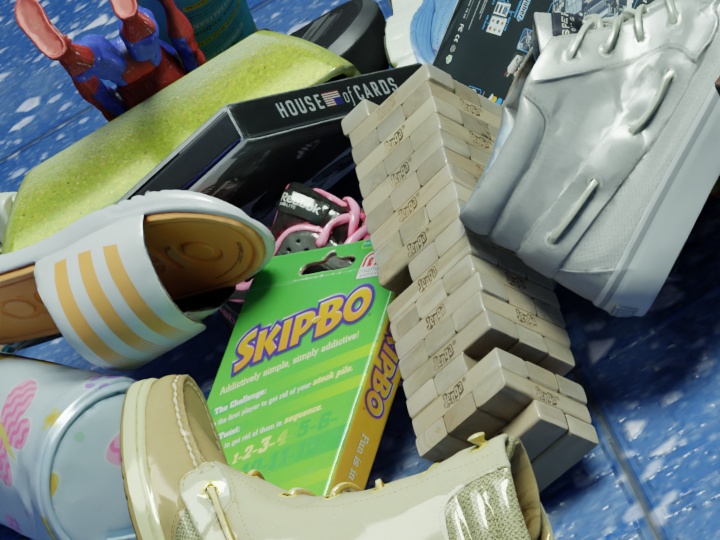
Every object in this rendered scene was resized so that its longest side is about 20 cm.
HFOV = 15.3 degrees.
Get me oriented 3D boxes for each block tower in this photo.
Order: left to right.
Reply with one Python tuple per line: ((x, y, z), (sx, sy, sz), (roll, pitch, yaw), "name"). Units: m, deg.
((0.044, 0.001, 1.134), (0.058, 0.054, 0.201), (-41, 43, 28), "block tower")

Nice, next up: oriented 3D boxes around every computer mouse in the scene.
((-0.040, -0.098, 1.528), (0.139, 0.053, 0.200), (-50, 18, -30), "computer mouse")

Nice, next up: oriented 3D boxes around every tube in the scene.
((-0.086, -0.129, 1.402), (0.077, 0.050, 0.200), (-39, -19, -10), "tube")

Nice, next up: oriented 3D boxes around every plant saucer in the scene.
((-0.085, -0.055, 1.369), (0.199, 0.048, 0.200), (-30, -10, 4), "plant saucer")

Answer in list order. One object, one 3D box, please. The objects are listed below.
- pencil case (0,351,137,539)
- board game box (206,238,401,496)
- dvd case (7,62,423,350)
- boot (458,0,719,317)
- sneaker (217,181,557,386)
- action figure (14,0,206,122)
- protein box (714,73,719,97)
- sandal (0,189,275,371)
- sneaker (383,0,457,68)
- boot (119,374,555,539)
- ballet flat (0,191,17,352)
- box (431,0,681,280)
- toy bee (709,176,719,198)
((-0.165, 0.086, 1.287), (0.199, 0.083, 0.091), (6, 85, 53), "pencil case")
((-0.034, 0.075, 1.166), (0.095, 0.030, 0.201), (-10, 52, 40), "board game box")
((-0.071, -0.031, 1.315), (0.200, 0.025, 0.150), (-38, -13, 38), "dvd case")
((0.116, -0.088, 1.087), (0.201, 0.095, 0.074), (-63, 0, -2), "boot")
((0.000, 0.000, 1.243), (0.199, 0.096, 0.079), (-10, 30, 38), "sneaker")
((-0.114, -0.108, 1.294), (0.065, 0.052, 0.200), (-33, -13, 2), "action figure")
((0.253, -0.052, 0.915), (0.134, 0.201, 0.199), (-9, 34, 41), "protein box")
((-0.125, 0.021, 1.236), (0.206, 0.079, 0.060), (-18, 55, 34), "sandal")
((0.063, -0.146, 1.475), (0.089, 0.079, 0.200), (-16, 34, 10), "sneaker")
((-0.007, 0.097, 1.052), (0.155, 0.073, 0.201), (-28, 48, 8), "boot")
((-0.201, -0.002, 1.512), (0.068, 0.067, 0.200), (-7, 35, 42), "ballet flat")
((0.111, -0.114, 1.196), (0.159, 0.046, 0.201), (24, 92, 50), "box")
((0.155, -0.107, 1.264), (0.131, 0.108, 0.201), (-30, 52, 37), "toy bee")
